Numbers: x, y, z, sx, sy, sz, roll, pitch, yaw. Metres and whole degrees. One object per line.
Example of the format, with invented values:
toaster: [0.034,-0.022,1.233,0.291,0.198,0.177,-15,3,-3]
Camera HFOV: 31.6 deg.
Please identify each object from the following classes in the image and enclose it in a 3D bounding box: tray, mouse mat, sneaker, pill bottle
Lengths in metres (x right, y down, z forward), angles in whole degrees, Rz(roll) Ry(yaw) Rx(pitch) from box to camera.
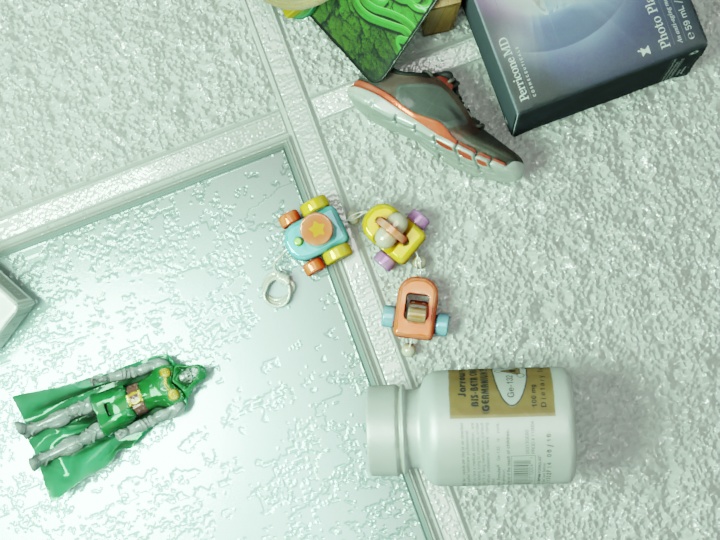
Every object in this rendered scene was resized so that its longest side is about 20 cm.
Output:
tray: [0.060,-0.350,1.298,0.037,0.099,0.200,-14,85,-3]
mouse mat: [-0.001,-0.309,1.283,0.200,0.008,0.161,49,120,23]
sneaker: [0.087,-0.162,1.297,0.200,0.077,0.082,30,82,5]
pill bottle: [0.107,0.154,1.249,0.199,0.114,0.115,-2,85,4]

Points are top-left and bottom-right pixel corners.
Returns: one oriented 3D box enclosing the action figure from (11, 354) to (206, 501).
action figure: [-0.251,0.141,1.309,0.200,0.055,0.118,-25,81,-2]

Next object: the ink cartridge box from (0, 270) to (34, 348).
ink cartridge box: [-0.470,0.037,1.335,0.200,0.045,0.176,41,101,6]

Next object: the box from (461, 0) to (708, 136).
box: [0.211,-0.266,1.271,0.198,0.123,0.200,-21,84,4]

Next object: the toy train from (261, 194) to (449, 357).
toy train: [0.000,0.000,1.298,0.200,0.056,0.151,13,86,5]

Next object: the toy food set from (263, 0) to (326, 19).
toy food set: [-0.061,-0.363,1.291,0.198,0.049,0.200,-29,77,36]
